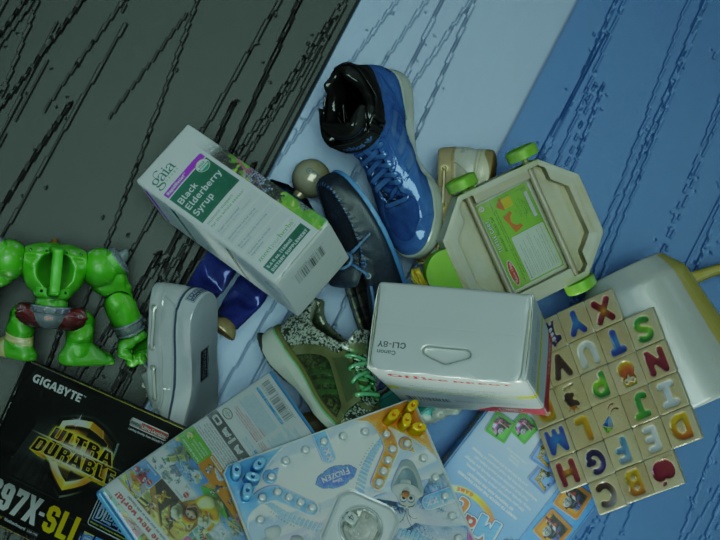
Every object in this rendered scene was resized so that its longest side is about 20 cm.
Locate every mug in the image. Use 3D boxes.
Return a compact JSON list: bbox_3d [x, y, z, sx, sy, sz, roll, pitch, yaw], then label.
[{"bbox_3d":[0.308,0.065,1.656,0.149,0.186,0.153,-31,81,39],"label":"mug"}]

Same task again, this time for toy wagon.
[{"bbox_3d":[0.137,-0.026,1.609,0.200,0.040,0.155,-26,96,-10],"label":"toy wagon"}]

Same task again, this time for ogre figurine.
[{"bbox_3d":[-0.301,0.030,1.614,0.200,0.098,0.120,9,99,5],"label":"ogre figurine"}]

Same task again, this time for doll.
[{"bbox_3d":[-0.094,-0.026,1.653,0.136,0.048,0.200,34,81,3],"label":"doll"}]

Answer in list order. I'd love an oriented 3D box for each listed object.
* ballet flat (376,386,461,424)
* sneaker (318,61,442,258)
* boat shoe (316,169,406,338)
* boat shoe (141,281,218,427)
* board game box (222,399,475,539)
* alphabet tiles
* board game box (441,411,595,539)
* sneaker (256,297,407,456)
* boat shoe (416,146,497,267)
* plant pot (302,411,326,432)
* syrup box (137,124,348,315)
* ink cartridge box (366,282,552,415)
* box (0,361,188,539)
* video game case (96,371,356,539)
[{"bbox_3d":[0.097,0.110,1.654,0.200,0.072,0.072,-27,91,4],"label":"ballet flat"},{"bbox_3d":[0.014,-0.110,1.613,0.077,0.111,0.200,-17,76,37],"label":"sneaker"},{"bbox_3d":[0.000,0.000,1.625,0.069,0.084,0.200,-29,102,-16],"label":"boat shoe"},{"bbox_3d":[-0.182,0.103,1.623,0.065,0.074,0.200,17,112,22],"label":"boat shoe"},{"bbox_3d":[0.001,0.237,1.510,0.200,0.026,0.200,-18,73,-18],"label":"board game box"},{"bbox_3d":[0.240,0.128,1.600,0.166,0.006,0.200,-27,75,33],"label":"alphabet tiles"},{"bbox_3d":[0.164,0.212,1.666,0.151,0.037,0.200,40,79,-3],"label":"board game box"},{"bbox_3d":[-0.014,0.101,1.606,0.200,0.077,0.089,44,104,23],"label":"sneaker"},{"bbox_3d":[0.087,-0.029,1.661,0.069,0.074,0.200,12,89,10],"label":"boat shoe"},{"bbox_3d":[-0.025,0.235,1.604,0.200,0.027,0.200,15,68,-41],"label":"plant pot"},{"bbox_3d":[-0.115,-0.050,1.588,0.200,0.081,0.079,35,78,27],"label":"syrup box"},{"bbox_3d":[0.098,0.075,1.522,0.145,0.200,0.084,4,78,12],"label":"ink cartridge box"},{"bbox_3d":[-0.269,0.195,1.590,0.200,0.049,0.160,21,85,25],"label":"box"},{"bbox_3d":[-0.123,0.207,1.525,0.200,0.018,0.143,-34,87,-19],"label":"video game case"}]
